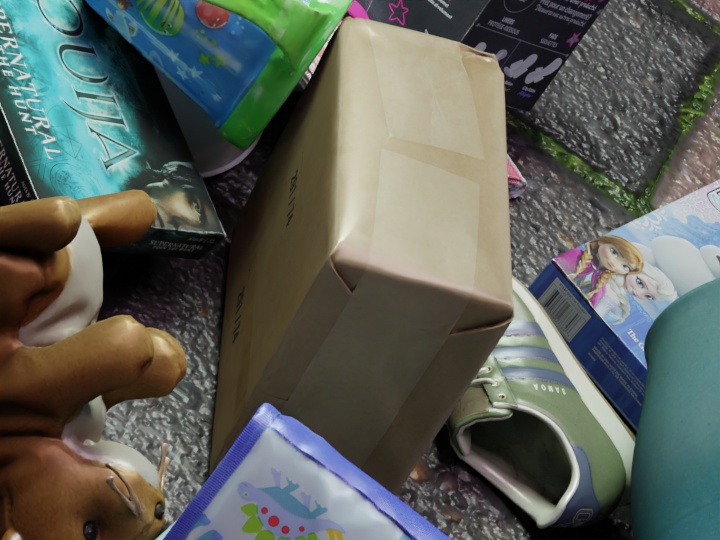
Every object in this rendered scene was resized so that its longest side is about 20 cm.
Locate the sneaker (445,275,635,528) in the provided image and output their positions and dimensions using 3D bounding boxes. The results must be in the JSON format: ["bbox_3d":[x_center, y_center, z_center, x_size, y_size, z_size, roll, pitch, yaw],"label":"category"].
[{"bbox_3d":[0.076,0.066,1.491,0.200,0.067,0.090,50,36,11],"label":"sneaker"}]

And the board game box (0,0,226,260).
[{"bbox_3d":[-0.162,-0.099,1.431,0.135,0.028,0.200,5,52,-47],"label":"board game box"}]

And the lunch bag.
[{"bbox_3d":[-0.024,0.171,1.213,0.170,0.200,0.127,37,40,1],"label":"lunch bag"}]

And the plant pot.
[{"bbox_3d":[0.239,0.107,1.450,0.200,0.200,0.188,12,52,-27],"label":"plant pot"}]

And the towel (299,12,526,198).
[{"bbox_3d":[0.014,-0.111,1.621,0.200,0.030,0.146,9,45,-57],"label":"towel"}]

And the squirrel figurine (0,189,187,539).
[{"bbox_3d":[-0.182,0.068,1.257,0.142,0.200,0.187,-24,103,-85],"label":"squirrel figurine"}]

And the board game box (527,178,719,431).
[{"bbox_3d":[0.231,0.050,1.642,0.200,0.043,0.199,50,40,14],"label":"board game box"}]

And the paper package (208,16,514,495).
[{"bbox_3d":[0.000,0.000,1.405,0.103,0.191,0.200,17,41,-15],"label":"paper package"}]

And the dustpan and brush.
[{"bbox_3d":[-0.079,-0.120,1.584,0.200,0.057,0.140,-13,67,-35],"label":"dustpan and brush"}]

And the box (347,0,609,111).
[{"bbox_3d":[0.045,-0.210,1.652,0.200,0.115,0.132,45,19,28],"label":"box"}]

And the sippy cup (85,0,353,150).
[{"bbox_3d":[-0.080,-0.158,1.451,0.130,0.178,0.140,34,54,-7],"label":"sippy cup"}]
